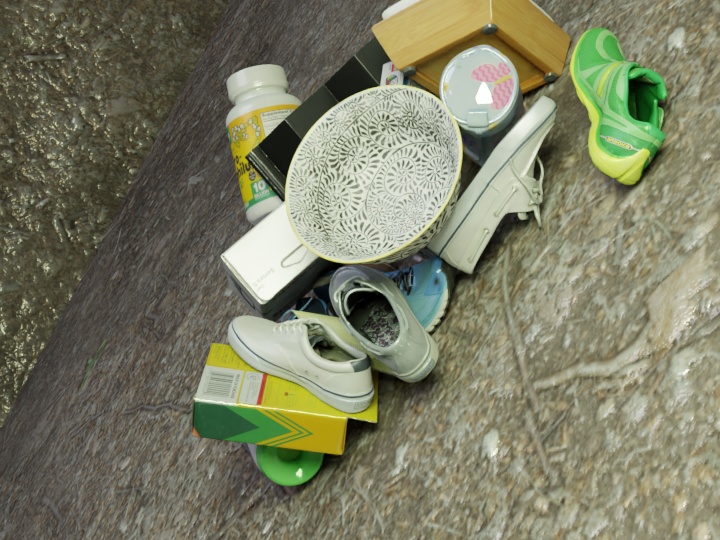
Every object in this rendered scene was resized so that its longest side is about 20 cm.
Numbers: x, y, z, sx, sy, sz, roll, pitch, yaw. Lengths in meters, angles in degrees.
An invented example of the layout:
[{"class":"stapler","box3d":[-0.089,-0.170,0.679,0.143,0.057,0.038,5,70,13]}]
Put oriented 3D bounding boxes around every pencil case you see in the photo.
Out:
[{"class":"pencil case","box3d":[0.134,-0.173,1.238,0.200,0.082,0.092,38,-111,-77]}]

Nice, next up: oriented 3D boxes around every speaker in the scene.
[{"class":"speaker","box3d":[-0.101,0.183,1.374,0.089,0.088,0.200,-55,21,4]}]

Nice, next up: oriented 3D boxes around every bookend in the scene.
[{"class":"bookend","box3d":[-0.017,-0.201,1.438,0.199,0.092,0.200,-46,8,-34]}]

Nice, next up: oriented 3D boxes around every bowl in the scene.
[{"class":"bowl","box3d":[0.029,-0.083,1.190,0.199,0.094,0.203,-12,62,23]}]

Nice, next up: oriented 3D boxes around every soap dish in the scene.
[{"class":"soap dish","box3d":[0.133,-0.258,1.310,0.156,0.199,0.082,-21,65,31]}]

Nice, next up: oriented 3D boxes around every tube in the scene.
[{"class":"tube","box3d":[0.000,0.080,1.273,0.199,0.052,0.059,8,105,52]}]

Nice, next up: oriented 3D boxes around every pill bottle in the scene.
[{"class":"pill bottle","box3d":[-0.121,-0.171,1.554,0.112,0.112,0.202,-26,75,53]}]

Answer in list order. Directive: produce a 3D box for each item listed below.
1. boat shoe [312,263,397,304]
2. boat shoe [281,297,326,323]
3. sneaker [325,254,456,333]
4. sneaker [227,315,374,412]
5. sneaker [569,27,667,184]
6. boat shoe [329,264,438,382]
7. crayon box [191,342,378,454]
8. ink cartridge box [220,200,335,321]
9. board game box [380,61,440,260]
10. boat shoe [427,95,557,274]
[{"class":"boat shoe","box3d":[0.000,0.000,1.423,0.073,0.072,0.200,-59,20,-17]},{"class":"boat shoe","box3d":[-0.071,0.087,1.426,0.200,0.068,0.085,-115,29,-66]},{"class":"sneaker","box3d":[0.030,0.034,1.286,0.200,0.090,0.079,-34,31,44]},{"class":"sneaker","box3d":[-0.063,0.082,1.259,0.073,0.199,0.072,-26,-48,-50]},{"class":"sneaker","box3d":[0.258,-0.169,1.102,0.084,0.074,0.201,-44,34,36]},{"class":"boat shoe","box3d":[0.012,0.038,1.190,0.070,0.072,0.201,-44,38,1]},{"class":"crayon box","box3d":[-0.080,0.143,1.271,0.127,0.198,0.051,-83,1,-65]},{"class":"ink cartridge box","box3d":[-0.095,-0.015,1.467,0.145,0.084,0.200,-41,-6,-10]},{"class":"board game box","box3d":[0.063,-0.129,1.333,0.034,0.126,0.202,-11,60,38]},{"class":"boat shoe","box3d":[0.158,-0.078,1.183,0.203,0.086,0.075,-55,-2,16]}]
